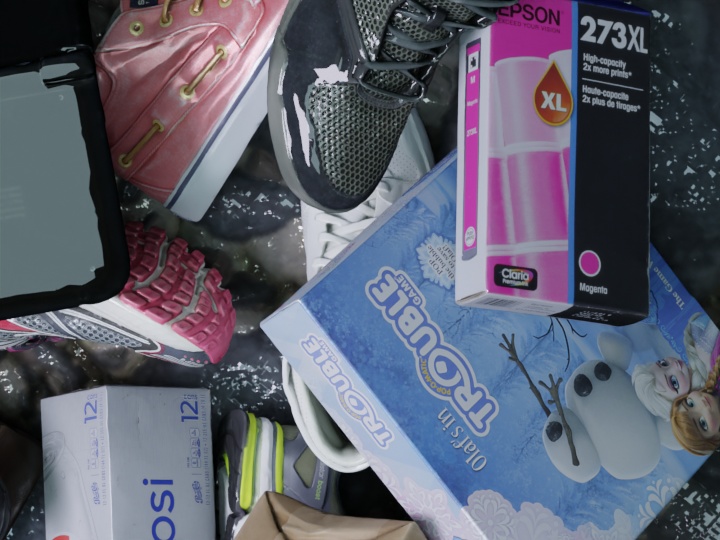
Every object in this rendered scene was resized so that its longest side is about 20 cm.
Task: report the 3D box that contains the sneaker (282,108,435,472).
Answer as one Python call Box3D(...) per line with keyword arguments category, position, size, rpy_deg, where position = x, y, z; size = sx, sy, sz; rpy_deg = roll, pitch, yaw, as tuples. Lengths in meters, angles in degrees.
Box3D(category="sneaker", position=(0.000, 0.000, 1.410), size=(0.073, 0.116, 0.201), rpy_deg=(-3, 100, 8))

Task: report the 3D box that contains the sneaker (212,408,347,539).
Box3D(category="sneaker", position=(-0.033, 0.172, 1.451), size=(0.081, 0.074, 0.201), rpy_deg=(2, 84, -15))

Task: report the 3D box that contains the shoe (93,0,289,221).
Box3D(category="shoe", position=(-0.073, -0.127, 1.412), size=(0.091, 0.071, 0.200), rpy_deg=(30, 107, -8))

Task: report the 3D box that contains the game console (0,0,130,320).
Box3D(category="game console", position=(-0.221, -0.063, 1.362), size=(0.199, 0.116, 0.176), rpy_deg=(-10, 100, -2))

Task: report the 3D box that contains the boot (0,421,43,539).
Box3D(category="boot", position=(-0.268, 0.149, 1.454), size=(0.064, 0.186, 0.200), rpy_deg=(42, 110, 39))

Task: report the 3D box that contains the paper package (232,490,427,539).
Box3D(category="paper package", position=(-0.011, 0.240, 1.367), size=(0.103, 0.191, 0.200), rpy_deg=(6, 143, 41))

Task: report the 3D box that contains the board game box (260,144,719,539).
Box3D(category="board game box", position=(0.080, 0.044, 1.381), size=(0.200, 0.199, 0.043), rpy_deg=(52, 144, -6))

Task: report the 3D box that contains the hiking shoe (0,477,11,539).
Box3D(category="hiking shoe", position=(-0.270, 0.096, 1.372), size=(0.200, 0.101, 0.076), rpy_deg=(23, 102, 4))

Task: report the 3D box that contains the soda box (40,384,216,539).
Box3D(category="soda box", position=(-0.117, 0.160, 1.436), size=(0.063, 0.068, 0.201), rpy_deg=(-13, 77, 50))

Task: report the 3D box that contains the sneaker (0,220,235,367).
Box3D(category="sneaker", position=(-0.157, 0.011, 1.448), size=(0.200, 0.081, 0.075), rpy_deg=(17, 117, 18))

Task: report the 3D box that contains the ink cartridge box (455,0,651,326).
Box3D(category="ink cartridge box", position=(0.095, -0.077, 1.370), size=(0.095, 0.037, 0.201), rpy_deg=(7, 75, -27))

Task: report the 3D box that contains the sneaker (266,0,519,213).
Box3D(category="sneaker", position=(0.023, -0.119, 1.327), size=(0.076, 0.114, 0.200), rpy_deg=(19, 91, -35))
